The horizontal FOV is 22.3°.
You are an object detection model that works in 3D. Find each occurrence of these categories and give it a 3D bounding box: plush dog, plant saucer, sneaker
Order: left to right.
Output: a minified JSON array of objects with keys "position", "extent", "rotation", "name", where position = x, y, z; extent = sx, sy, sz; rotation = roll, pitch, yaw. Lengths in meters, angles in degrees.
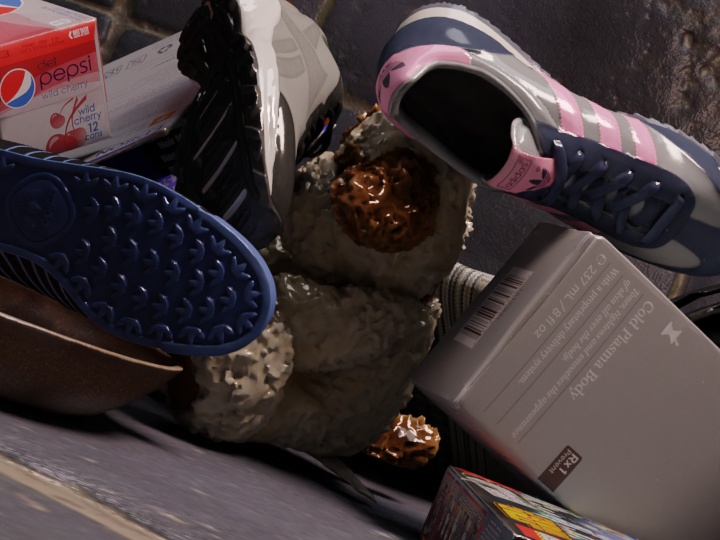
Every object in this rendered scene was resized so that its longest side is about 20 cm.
[{"position":[-0.172,0.018,0.761],"extent":[0.200,0.037,0.200],"rotation":[22,-1,1],"name":"plant saucer"},{"position":[-0.123,-0.017,0.810],"extent":[0.199,0.070,0.078],"rotation":[22,4,11],"name":"sneaker"},{"position":[-0.041,-0.077,0.866],"extent":[0.079,0.074,0.201],"rotation":[27,31,-21],"name":"sneaker"},{"position":[0.000,0.000,0.914],"extent":[0.160,0.172,0.200],"rotation":[25,15,-9],"name":"plush dog"},{"position":[0.093,-0.046,0.844],"extent":[0.199,0.070,0.082],"rotation":[28,30,0],"name":"sneaker"}]

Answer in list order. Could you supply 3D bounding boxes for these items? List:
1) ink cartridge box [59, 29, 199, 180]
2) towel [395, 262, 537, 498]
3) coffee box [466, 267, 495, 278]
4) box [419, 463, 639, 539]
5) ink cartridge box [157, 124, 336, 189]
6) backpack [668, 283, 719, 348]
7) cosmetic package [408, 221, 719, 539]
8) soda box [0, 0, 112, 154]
[{"position":[-0.155,-0.062,0.991],"extent":[0.041,0.199,0.200],"rotation":[62,20,-20],"name":"ink cartridge box"},{"position":[0.021,0.048,1.064],"extent":[0.192,0.035,0.201],"rotation":[22,-38,26],"name":"towel"},{"position":[0.057,0.063,1.147],"extent":[0.199,0.080,0.115],"rotation":[18,-38,39],"name":"coffee box"},{"position":[0.101,0.129,0.718],"extent":[0.136,0.040,0.200],"rotation":[22,-1,-4],"name":"box"},{"position":[-0.122,-0.042,1.044],"extent":[0.043,0.198,0.200],"rotation":[57,-10,-10],"name":"ink cartridge box"},{"position":[0.199,0.077,0.990],"extent":[0.199,0.127,0.167],"rotation":[-17,-10,-3],"name":"backpack"},{"position":[0.133,0.081,0.863],"extent":[0.200,0.107,0.090],"rotation":[40,-5,-13],"name":"cosmetic package"},{"position":[-0.210,-0.110,0.936],"extent":[0.070,0.064,0.200],"rotation":[-23,30,-35],"name":"soda box"}]
